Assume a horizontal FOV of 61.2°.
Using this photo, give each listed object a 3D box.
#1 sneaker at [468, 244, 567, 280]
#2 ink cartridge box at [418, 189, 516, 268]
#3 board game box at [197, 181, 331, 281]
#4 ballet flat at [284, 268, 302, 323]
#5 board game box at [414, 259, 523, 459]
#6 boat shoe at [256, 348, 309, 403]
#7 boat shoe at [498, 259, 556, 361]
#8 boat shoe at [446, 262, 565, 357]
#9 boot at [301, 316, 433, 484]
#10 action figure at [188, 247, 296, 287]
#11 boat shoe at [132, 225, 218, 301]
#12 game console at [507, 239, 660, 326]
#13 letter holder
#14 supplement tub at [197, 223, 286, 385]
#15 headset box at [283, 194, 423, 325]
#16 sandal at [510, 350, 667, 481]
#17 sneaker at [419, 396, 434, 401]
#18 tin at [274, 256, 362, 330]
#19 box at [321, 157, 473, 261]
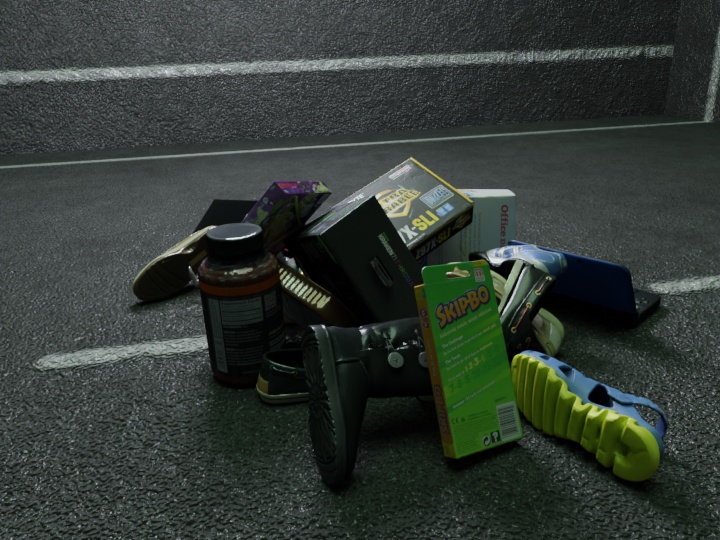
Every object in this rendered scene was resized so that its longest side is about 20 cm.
[{"bbox_3d":[0.236,0.000,0.940,0.077,0.076,0.200,-21,13,-18],"label":"sneaker"},{"bbox_3d":[0.182,-0.074,1.136,0.199,0.148,0.145,1,13,8],"label":"ink cartridge box"},{"bbox_3d":[-0.138,-0.051,0.878,0.032,0.200,0.120,49,26,9],"label":"board game box"},{"bbox_3d":[-0.086,0.031,1.031,0.063,0.069,0.200,10,32,6],"label":"ballet flat"},{"bbox_3d":[0.116,0.091,0.661,0.095,0.201,0.030,-6,-5,-30],"label":"board game box"},{"bbox_3d":[-0.034,0.122,0.783,0.199,0.063,0.075,-5,19,-13],"label":"boat shoe"},{"bbox_3d":[0.193,0.078,0.776,0.063,0.074,0.202,23,64,18],"label":"boat shoe"},{"bbox_3d":[0.190,0.058,0.859,0.200,0.073,0.063,36,36,16],"label":"boat shoe"},{"bbox_3d":[0.044,0.134,0.667,0.199,0.166,0.066,0,-14,-27],"label":"boot"},{"bbox_3d":[-0.205,0.009,1.098,0.193,0.105,0.200,-9,-8,-33],"label":"action figure"},{"bbox_3d":[-0.336,-0.013,1.118,0.200,0.072,0.076,-38,30,-32],"label":"boat shoe"},{"bbox_3d":[0.362,0.002,0.980,0.200,0.119,0.170,19,29,41],"label":"game console"},{"bbox_3d":[-0.209,-0.058,1.235,0.199,0.142,0.101,5,54,27],"label":"letter holder"},{"bbox_3d":[-0.156,0.042,0.804,0.106,0.201,0.107,-2,21,1],"label":"supplement tub"},{"bbox_3d":[0.000,0.000,0.843,0.093,0.174,0.200,-37,13,-18],"label":"headset box"},{"bbox_3d":[0.252,0.151,0.675,0.087,0.080,0.200,-12,31,-34],"label":"sandal"},{"bbox_3d":[0.110,0.102,0.806,0.084,0.075,0.200,3,24,2],"label":"sneaker"},{"bbox_3d":[-0.080,0.048,0.871,0.200,0.112,0.042,31,62,26],"label":"tin"},{"bbox_3d":[0.062,-0.087,1.005,0.200,0.049,0.160,-34,57,-19],"label":"box"}]
